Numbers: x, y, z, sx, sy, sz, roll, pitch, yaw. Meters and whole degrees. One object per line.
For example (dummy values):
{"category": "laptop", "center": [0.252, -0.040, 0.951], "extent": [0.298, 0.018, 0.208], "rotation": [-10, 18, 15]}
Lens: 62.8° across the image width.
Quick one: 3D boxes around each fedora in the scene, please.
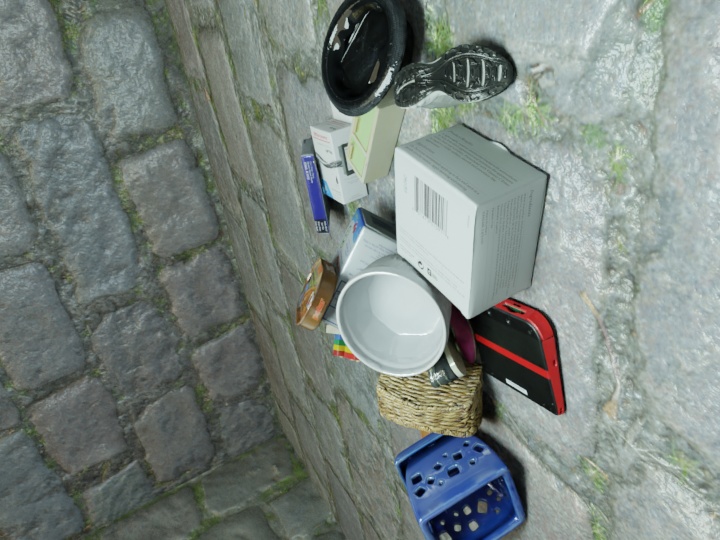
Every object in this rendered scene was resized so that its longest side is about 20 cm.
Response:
{"category": "fedora", "center": [0.024, -0.351, 0.965], "extent": [0.198, 0.090, 0.206], "rotation": [9, 102, 46]}

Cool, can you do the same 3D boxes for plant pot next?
{"category": "plant pot", "center": [0.188, 0.435, 1.186], "extent": [0.180, 0.197, 0.202], "rotation": [51, 168, 54]}

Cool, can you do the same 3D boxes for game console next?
{"category": "game console", "center": [0.256, 0.129, 0.988], "extent": [0.199, 0.031, 0.180], "rotation": [28, 141, 61]}

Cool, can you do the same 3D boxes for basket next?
{"category": "basket", "center": [0.135, 0.266, 1.151], "extent": [0.195, 0.144, 0.152], "rotation": [8, 127, 20]}

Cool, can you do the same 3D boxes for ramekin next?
{"category": "ramekin", "center": [0.065, 0.068, 1.019], "extent": [0.195, 0.105, 0.204], "rotation": [10, 120, 18]}

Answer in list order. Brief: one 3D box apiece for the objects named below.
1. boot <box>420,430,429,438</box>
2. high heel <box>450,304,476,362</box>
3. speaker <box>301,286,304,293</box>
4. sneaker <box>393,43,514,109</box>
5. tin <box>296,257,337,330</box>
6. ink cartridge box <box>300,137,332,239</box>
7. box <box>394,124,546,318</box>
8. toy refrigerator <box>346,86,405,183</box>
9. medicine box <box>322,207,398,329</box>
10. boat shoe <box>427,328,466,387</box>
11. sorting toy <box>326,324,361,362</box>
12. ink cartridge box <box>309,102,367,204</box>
{"category": "boot", "center": [0.160, 0.332, 1.313], "extent": [0.156, 0.072, 0.202], "rotation": [79, 165, -63]}
{"category": "high heel", "center": [0.149, 0.087, 1.082], "extent": [0.068, 0.094, 0.204], "rotation": [-92, -17, -71]}
{"category": "speaker", "center": [-0.035, 0.037, 1.373], "extent": [0.089, 0.197, 0.090], "rotation": [49, 153, 38]}
{"category": "sneaker", "center": [0.137, -0.272, 0.844], "extent": [0.198, 0.078, 0.076], "rotation": [10, 102, 49]}
{"category": "tin", "center": [-0.083, 0.042, 1.114], "extent": [0.200, 0.041, 0.114], "rotation": [-112, 43, -75]}
{"category": "ink cartridge box", "center": [-0.109, -0.200, 1.444], "extent": [0.201, 0.040, 0.204], "rotation": [-99, -2, -64]}
{"category": "box", "center": [0.155, -0.078, 0.885], "extent": [0.199, 0.129, 0.203], "rotation": [46, 151, 44]}
{"category": "toy refrigerator", "center": [0.024, -0.263, 1.119], "extent": [0.077, 0.069, 0.201], "rotation": [58, 158, 23]}
{"category": "medicine box", "center": [0.000, 0.000, 1.175], "extent": [0.203, 0.101, 0.183], "rotation": [-62, 11, 13]}
{"category": "boat shoe", "center": [0.144, 0.139, 1.125], "extent": [0.072, 0.067, 0.202], "rotation": [42, -159, -25]}
{"category": "sorting toy", "center": [0.041, 0.166, 1.299], "extent": [0.199, 0.194, 0.071], "rotation": [169, 108, -69]}
{"category": "ink cartridge box", "center": [-0.052, -0.264, 1.308], "extent": [0.116, 0.067, 0.204], "rotation": [34, 140, 56]}
